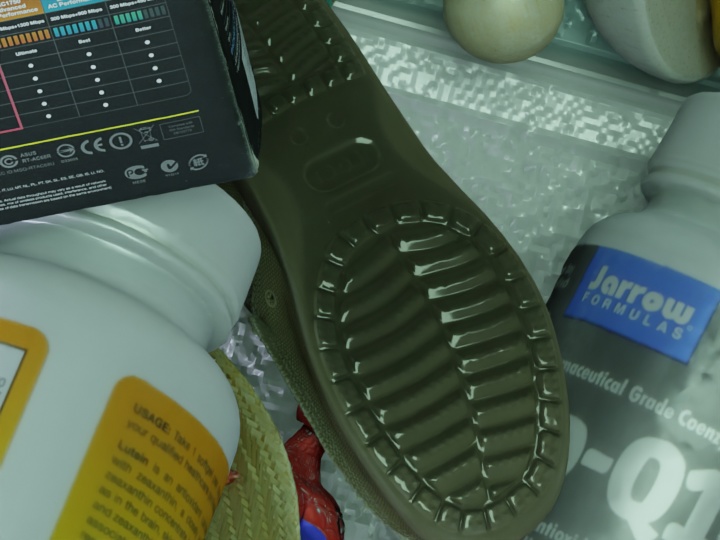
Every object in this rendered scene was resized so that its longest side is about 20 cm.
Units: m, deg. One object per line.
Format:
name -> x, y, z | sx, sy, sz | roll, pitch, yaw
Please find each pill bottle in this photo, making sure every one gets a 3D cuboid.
pill bottle -> -0.099, 0.065, 0.704 | 0.111, 0.111, 0.200 | 23, 65, -5
pill bottle -> 0.099, 0.053, 0.812 | 0.114, 0.114, 0.200 | 29, 83, -5

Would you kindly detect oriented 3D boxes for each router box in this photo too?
router box -> -0.137, -0.078, 0.656 | 0.200, 0.150, 0.062 | -11, 47, 2

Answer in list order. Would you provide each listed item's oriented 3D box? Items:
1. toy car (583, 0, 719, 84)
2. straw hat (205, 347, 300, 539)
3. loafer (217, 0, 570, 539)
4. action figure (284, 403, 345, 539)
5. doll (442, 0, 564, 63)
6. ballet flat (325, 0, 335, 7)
toy car -> 0.168, -0.146, 0.815 | 0.150, 0.175, 0.200 | -34, 126, -45
straw hat -> -0.100, 0.114, 0.791 | 0.201, 0.085, 0.201 | -5, 61, 9
loafer -> 0.000, 0.000, 0.784 | 0.076, 0.067, 0.200 | -20, 70, -16
action figure -> -0.030, 0.132, 0.817 | 0.052, 0.065, 0.200 | 11, 88, 6
doll -> 0.031, -0.159, 0.801 | 0.048, 0.136, 0.200 | -33, 120, -45
ballet flat -> -0.105, -0.086, 0.830 | 0.200, 0.067, 0.062 | -14, 59, -11
